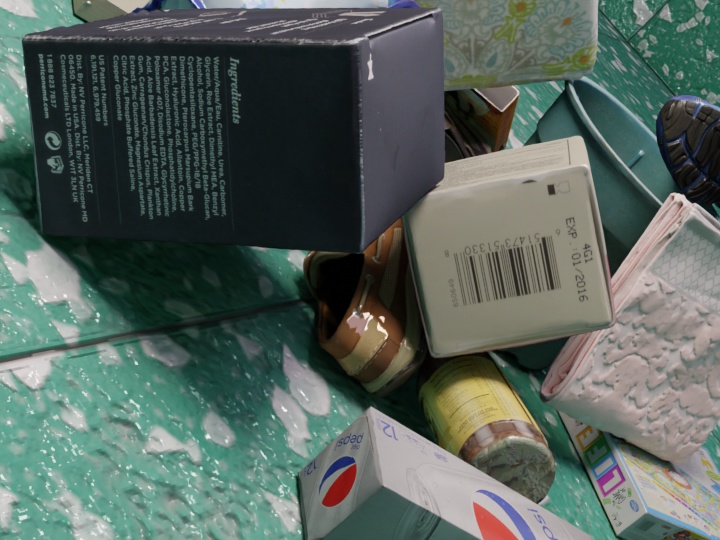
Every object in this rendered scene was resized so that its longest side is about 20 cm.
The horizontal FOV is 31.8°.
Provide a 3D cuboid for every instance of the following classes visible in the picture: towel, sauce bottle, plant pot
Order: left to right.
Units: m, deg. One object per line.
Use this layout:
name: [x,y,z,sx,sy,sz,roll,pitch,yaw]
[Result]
sauce bottle: [0.075,0.091,0.866,0.064,0.065,0.200,36,12,-21]
towel: [0.100,-0.228,0.992,0.201,0.169,0.049,80,5,-46]
plant pot: [0.181,-0.031,1.104,0.200,0.196,0.201,38,24,-20]
towel: [0.257,0.057,1.019,0.199,0.192,0.032,26,12,-38]

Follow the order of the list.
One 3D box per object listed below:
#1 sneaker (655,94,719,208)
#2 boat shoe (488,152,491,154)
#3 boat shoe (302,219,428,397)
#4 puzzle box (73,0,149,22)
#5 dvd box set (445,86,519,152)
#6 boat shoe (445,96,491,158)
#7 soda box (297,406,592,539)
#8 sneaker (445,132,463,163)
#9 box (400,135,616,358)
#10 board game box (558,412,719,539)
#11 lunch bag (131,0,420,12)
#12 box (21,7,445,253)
sneaker: [0.301,-0.098,1.097,0.199,0.075,0.079,32,16,-48]
boat shoe: [0.161,-0.067,1.260,0.070,0.071,0.200,31,7,23]
boat shoe: [0.000,0.000,0.902,0.073,0.076,0.201,31,27,-25]
puzzle box: [-0.149,-0.203,1.035,0.199,0.025,0.134,29,28,-36]
dvd box set: [0.093,-0.188,1.285,0.146,0.029,0.200,43,-5,8]
boat shoe: [0.058,-0.144,1.233,0.199,0.075,0.074,36,25,-20]
soda box: [0.059,0.162,0.748,0.199,0.068,0.064,34,26,-29]
sneaker: [0.018,-0.115,1.122,0.106,0.075,0.200,30,-15,48]
box: [0.108,-0.022,0.899,0.200,0.126,0.110,-50,128,-76]
board game box: [0.266,0.189,1.100,0.199,0.034,0.135,27,30,-38]
lunch bag: [-0.045,-0.157,0.948,0.169,0.127,0.201,-35,96,-31]
box: [-0.065,-0.093,0.762,0.197,0.197,0.119,-43,133,-67]
